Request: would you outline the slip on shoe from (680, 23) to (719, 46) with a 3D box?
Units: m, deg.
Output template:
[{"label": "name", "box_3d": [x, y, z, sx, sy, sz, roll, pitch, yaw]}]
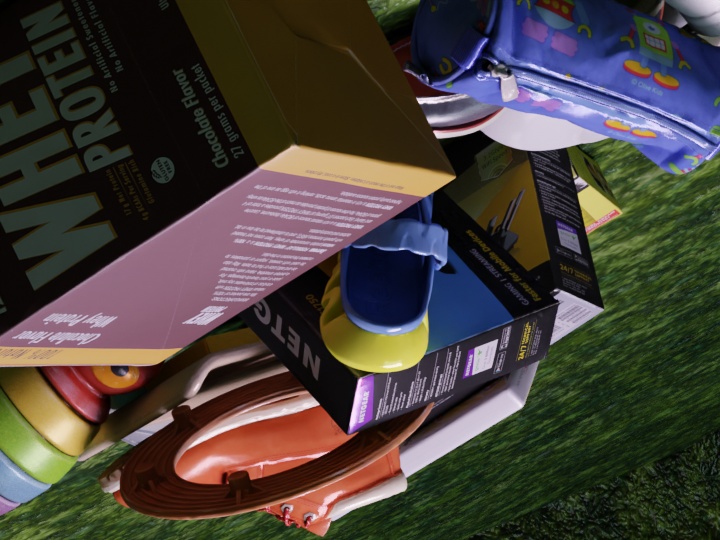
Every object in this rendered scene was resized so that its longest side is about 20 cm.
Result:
[{"label": "slip on shoe", "box_3d": [0.248, -0.148, 1.402, 0.200, 0.061, 0.076, -38, -171, 19]}]

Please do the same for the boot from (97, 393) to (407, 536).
[{"label": "boot", "box_3d": [-0.066, 0.132, 1.544, 0.199, 0.108, 0.075, -19, -174, -7]}]

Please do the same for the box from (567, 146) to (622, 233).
[{"label": "box", "box_3d": [0.141, -0.060, 1.798, 0.075, 0.050, 0.200, -30, 167, 10]}]

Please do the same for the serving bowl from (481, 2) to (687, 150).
[{"label": "serving bowl", "box_3d": [0.162, -0.131, 1.530, 0.199, 0.066, 0.200, -25, 167, -6]}]

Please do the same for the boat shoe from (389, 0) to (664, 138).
[{"label": "boat shoe", "box_3d": [0.088, -0.131, 1.373, 0.199, 0.071, 0.063, -16, 152, -23]}]

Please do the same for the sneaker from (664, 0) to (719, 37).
[{"label": "sneaker", "box_3d": [0.229, -0.218, 1.295, 0.099, 0.075, 0.200, 30, 111, -34]}]

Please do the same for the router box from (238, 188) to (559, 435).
[{"label": "router box", "box_3d": [0.000, 0.000, 1.425, 0.149, 0.200, 0.051, -20, 137, -31]}]

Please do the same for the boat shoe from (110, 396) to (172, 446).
[{"label": "boat shoe", "box_3d": [-0.125, 0.124, 1.720, 0.200, 0.072, 0.070, 12, -155, 15]}]

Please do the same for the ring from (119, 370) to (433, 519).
[{"label": "ring", "box_3d": [-0.052, 0.093, 1.424, 0.199, 0.019, 0.201, -17, -164, 5]}]

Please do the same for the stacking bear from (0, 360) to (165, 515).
[{"label": "stacking bear", "box_3d": [-0.210, 0.082, 1.542, 0.200, 0.122, 0.114, -38, -157, 5]}]

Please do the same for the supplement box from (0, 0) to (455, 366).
[{"label": "supplement box", "box_3d": [-0.097, -0.058, 1.150, 0.199, 0.133, 0.197, -32, 166, 20]}]

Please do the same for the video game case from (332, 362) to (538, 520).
[{"label": "video game case", "box_3d": [0.062, 0.078, 1.733, 0.200, 0.023, 0.182, -34, -161, 35]}]

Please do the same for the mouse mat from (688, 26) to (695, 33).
[{"label": "mouse mat", "box_3d": [0.281, -0.220, 1.395, 0.200, 0.008, 0.161, -35, -169, 32]}]

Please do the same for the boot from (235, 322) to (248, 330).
[{"label": "boot", "box_3d": [-0.012, 0.045, 1.785, 0.200, 0.073, 0.166, -36, -169, -29]}]

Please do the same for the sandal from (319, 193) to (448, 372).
[{"label": "sandal", "box_3d": [0.014, -0.040, 1.356, 0.079, 0.201, 0.087, 4, 135, -15]}]

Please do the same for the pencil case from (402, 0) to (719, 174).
[{"label": "pencil case", "box_3d": [0.121, -0.113, 1.308, 0.199, 0.087, 0.078, 17, 128, -30]}]

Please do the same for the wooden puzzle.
[{"label": "wooden puzzle", "box_3d": [-0.081, 0.064, 1.602, 0.199, 0.037, 0.185, -18, 173, -38]}]

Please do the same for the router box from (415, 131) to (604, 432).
[{"label": "router box", "box_3d": [0.067, 0.002, 1.645, 0.052, 0.158, 0.200, 22, 135, -39]}]
